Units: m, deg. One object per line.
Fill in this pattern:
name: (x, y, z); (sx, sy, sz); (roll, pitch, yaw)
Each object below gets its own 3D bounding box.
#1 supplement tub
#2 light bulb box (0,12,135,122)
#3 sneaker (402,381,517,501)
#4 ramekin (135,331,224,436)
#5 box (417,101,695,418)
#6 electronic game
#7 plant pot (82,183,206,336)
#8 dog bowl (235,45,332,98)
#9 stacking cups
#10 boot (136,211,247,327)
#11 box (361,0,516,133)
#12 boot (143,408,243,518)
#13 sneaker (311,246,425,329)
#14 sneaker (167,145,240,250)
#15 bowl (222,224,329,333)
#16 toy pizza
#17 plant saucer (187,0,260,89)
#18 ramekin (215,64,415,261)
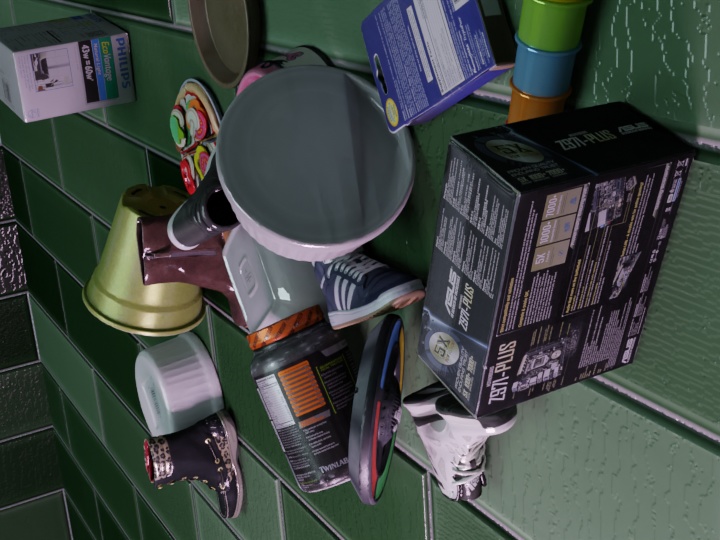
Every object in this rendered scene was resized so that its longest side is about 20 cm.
supplement tub: (-0.054, 0.150, 1.297); (0.122, 0.122, 0.201); (-23, 89, 63)
light bulb box: (-0.523, -0.358, 1.893); (0.198, 0.199, 0.126); (36, 135, 52)
sneaker: (0.116, 0.171, 1.077); (0.116, 0.075, 0.200); (68, 162, -3)
ramekin: (-0.320, 0.215, 1.896); (0.200, 0.097, 0.202); (38, 135, 51)
box: (0.142, -0.009, 0.817); (0.086, 0.163, 0.201); (46, 142, 43)
electronic game: (0.023, 0.146, 1.148); (0.200, 0.041, 0.202); (7, -90, -81)
plant pot: (-0.327, -0.029, 1.718); (0.200, 0.199, 0.185); (46, 130, 44)
dog bowl: (-0.083, -0.159, 1.280); (0.200, 0.073, 0.201); (39, 136, 51)
stacking cups: (0.142, -0.166, 0.858); (0.061, 0.060, 0.201); (50, 145, 40)
boot: (-0.231, 0.001, 1.541); (0.072, 0.165, 0.201); (27, 126, 56)
box: (0.067, -0.213, 1.006); (0.200, 0.032, 0.122); (-23, 82, 62)
boot: (-0.279, 0.340, 1.815); (0.073, 0.153, 0.205); (33, 131, 53)
sneaker: (0.000, 0.000, 1.201); (0.200, 0.070, 0.109); (-23, 85, 66)
sneaker: (-0.157, -0.111, 1.367); (0.071, 0.201, 0.099); (45, 148, -25)
bowl: (-0.116, 0.000, 1.424); (0.201, 0.074, 0.200); (69, 154, 15)
toy pizza: (-0.245, -0.185, 1.625); (0.200, 0.032, 0.202); (38, 135, 51)
plant saucer: (-0.178, -0.340, 1.424); (0.200, 0.029, 0.201); (37, 134, 52)
ramekin: (-0.049, -0.102, 1.119); (0.094, 0.201, 0.204); (115, 135, -69)
